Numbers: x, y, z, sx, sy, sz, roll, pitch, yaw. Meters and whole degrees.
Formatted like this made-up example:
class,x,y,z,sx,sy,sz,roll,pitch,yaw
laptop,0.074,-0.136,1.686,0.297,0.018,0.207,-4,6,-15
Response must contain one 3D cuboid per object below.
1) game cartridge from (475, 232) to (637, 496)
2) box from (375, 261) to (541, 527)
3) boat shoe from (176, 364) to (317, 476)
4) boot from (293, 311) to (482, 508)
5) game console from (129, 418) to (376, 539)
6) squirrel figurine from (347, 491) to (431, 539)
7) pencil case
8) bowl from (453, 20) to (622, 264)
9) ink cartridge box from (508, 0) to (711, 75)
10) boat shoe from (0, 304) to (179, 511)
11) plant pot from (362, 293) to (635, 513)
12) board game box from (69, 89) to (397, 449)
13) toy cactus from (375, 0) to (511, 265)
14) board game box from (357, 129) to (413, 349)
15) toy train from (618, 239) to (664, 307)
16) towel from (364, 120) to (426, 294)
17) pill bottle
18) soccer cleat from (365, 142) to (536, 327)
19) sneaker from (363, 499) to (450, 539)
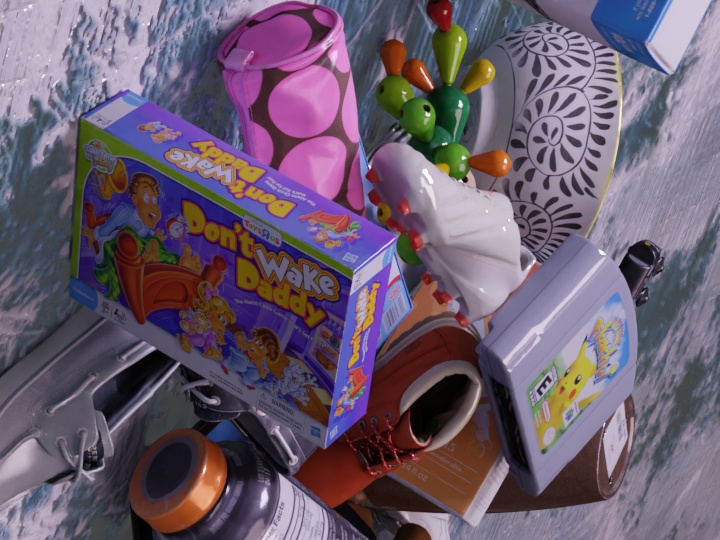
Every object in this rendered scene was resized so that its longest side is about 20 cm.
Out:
class,x,y,z,sx,sy,sz,roll,pitch,yaw
game cartridge,0.149,0.068,1.548,0.134,0.040,0.201,-49,148,-20
box,0.084,0.082,1.666,0.201,0.124,0.098,-60,167,-6
boat shoe,-0.090,0.068,1.404,0.068,0.071,0.200,-54,133,-15
boot,0.011,0.118,1.547,0.200,0.075,0.107,-43,-163,10
game console,-0.075,0.190,1.596,0.200,0.176,0.116,-42,179,-39
squirrel figurine,0.014,0.290,1.802,0.200,0.186,0.143,-18,132,-60
pencil case,-0.044,-0.067,1.352,0.093,0.091,0.202,-24,124,-25
bowl,0.119,-0.109,1.651,0.093,0.201,0.202,7,118,-19
ink cartridge box,0.159,-0.249,1.479,0.147,0.199,0.086,-63,157,1
boat shoe,-0.180,0.090,1.293,0.201,0.071,0.070,-48,154,-32
plant pot,0.124,0.127,1.779,0.187,0.198,0.189,9,90,-66
board game box,-0.080,-0.002,1.238,0.045,0.199,0.135,-38,147,-44
toy cactus,0.065,-0.083,1.545,0.165,0.101,0.202,67,18,-60
board game box,-0.037,0.006,1.501,0.151,0.036,0.201,-48,142,-28
toy train,0.182,0.067,1.655,0.201,0.034,0.046,-63,163,9
towel,0.000,0.000,1.605,0.200,0.031,0.150,-50,142,-29
pill bottle,-0.077,0.191,1.502,0.200,0.106,0.107,44,74,-37
soccer cleat,0.062,-0.037,1.417,0.077,0.069,0.200,-41,145,-5
sneaker,0.062,0.217,1.979,0.100,0.077,0.200,-59,159,-17
